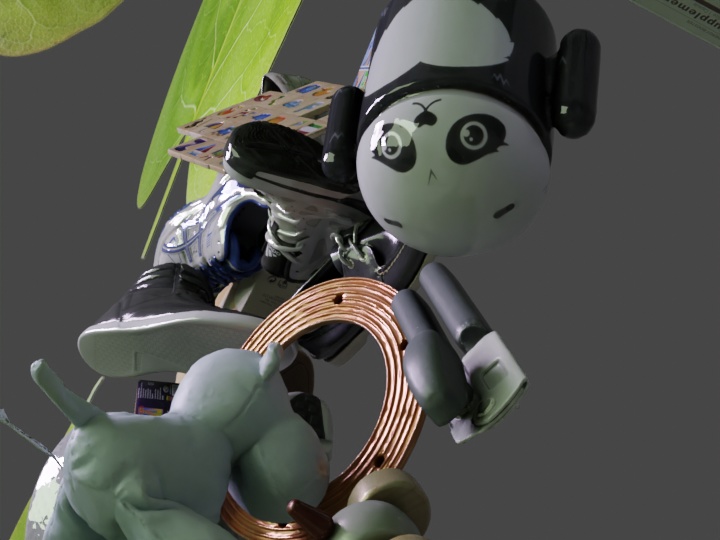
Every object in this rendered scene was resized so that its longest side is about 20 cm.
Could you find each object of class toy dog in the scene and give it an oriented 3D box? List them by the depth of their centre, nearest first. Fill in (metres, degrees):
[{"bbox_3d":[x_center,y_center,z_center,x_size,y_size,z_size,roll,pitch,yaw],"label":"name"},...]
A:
[{"bbox_3d":[-0.024,0.204,0.727,0.202,0.095,0.132,-70,17,-8],"label":"toy dog"}]

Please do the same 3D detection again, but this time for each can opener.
[{"bbox_3d":[0.052,0.040,0.757,0.053,0.067,0.200,-41,17,7],"label":"can opener"}]

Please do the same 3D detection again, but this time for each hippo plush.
[{"bbox_3d":[-0.113,0.127,0.812,0.160,0.201,0.159,-37,-2,-41],"label":"hippo plush"}]

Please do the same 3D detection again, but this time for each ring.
[{"bbox_3d":[-0.030,0.097,0.889,0.199,0.019,0.202,-24,48,29],"label":"ring"}]

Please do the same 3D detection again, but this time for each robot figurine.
[{"bbox_3d":[0.061,-0.105,0.798,0.150,0.124,0.202,-48,26,47],"label":"robot figurine"}]

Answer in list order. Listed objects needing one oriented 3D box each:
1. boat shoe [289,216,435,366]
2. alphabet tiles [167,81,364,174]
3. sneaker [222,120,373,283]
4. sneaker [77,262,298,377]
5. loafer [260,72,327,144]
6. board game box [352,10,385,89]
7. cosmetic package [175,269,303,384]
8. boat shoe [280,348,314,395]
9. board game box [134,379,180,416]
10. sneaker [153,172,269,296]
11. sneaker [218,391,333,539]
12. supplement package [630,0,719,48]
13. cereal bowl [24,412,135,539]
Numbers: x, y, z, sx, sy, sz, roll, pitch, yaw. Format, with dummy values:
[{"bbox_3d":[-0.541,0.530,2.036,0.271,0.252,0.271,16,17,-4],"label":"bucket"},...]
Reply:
[{"bbox_3d":[0.000,0.000,0.959,0.200,0.062,0.073,-52,23,42],"label":"boat shoe"},{"bbox_3d":[-0.079,-0.126,1.080,0.199,0.166,0.008,22,133,60],"label":"alphabet tiles"},{"bbox_3d":[-0.050,-0.039,0.970,0.076,0.200,0.116,47,110,29],"label":"sneaker"},{"bbox_3d":[-0.128,0.035,1.037,0.198,0.071,0.100,-2,37,27],"label":"sneaker"},{"bbox_3d":[-0.070,-0.117,1.184,0.070,0.069,0.201,-55,22,31],"label":"loafer"},{"bbox_3d":[0.014,-0.130,1.122,0.202,0.034,0.135,-68,17,3],"label":"board game box"},{"bbox_3d":[-0.102,0.061,1.180,0.201,0.070,0.106,-60,19,23],"label":"cosmetic package"},{"bbox_3d":[-0.097,0.143,1.072,0.065,0.071,0.202,-112,41,-65],"label":"boat shoe"},{"bbox_3d":[-0.154,0.193,0.971,0.200,0.056,0.168,-125,42,-75],"label":"board game box"},{"bbox_3d":[-0.119,-0.022,1.091,0.201,0.075,0.089,-53,33,32],"label":"sneaker"},{"bbox_3d":[-0.079,0.185,0.971,0.081,0.074,0.202,-165,97,-82],"label":"sneaker"},{"bbox_3d":[0.187,-0.218,0.580,0.200,0.109,0.115,-46,27,50],"label":"supplement package"},{"bbox_3d":[-0.203,0.230,1.142,0.082,0.200,0.202,0,62,30],"label":"cereal bowl"}]
